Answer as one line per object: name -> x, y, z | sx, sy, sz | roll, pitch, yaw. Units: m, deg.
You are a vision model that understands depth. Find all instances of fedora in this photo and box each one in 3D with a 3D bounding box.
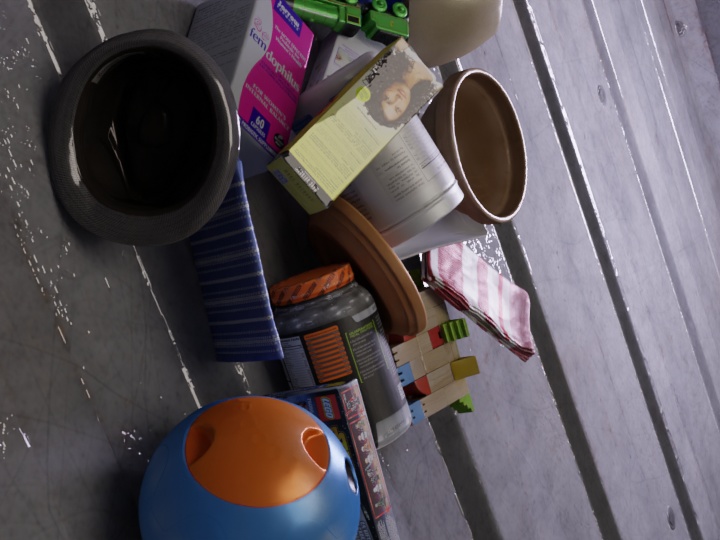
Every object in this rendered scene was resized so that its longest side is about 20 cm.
fedora -> -0.200, -0.125, 1.067 | 0.090, 0.176, 0.201 | -107, -160, -85

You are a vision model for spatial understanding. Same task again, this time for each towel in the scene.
towel -> -0.129, -0.007, 1.121 | 0.024, 0.145, 0.201 | -14, 92, -30
towel -> 0.159, 0.021, 1.510 | 0.200, 0.023, 0.144 | 37, 30, -23

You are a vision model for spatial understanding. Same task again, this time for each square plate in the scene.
square plate -> 0.056, -0.111, 1.475 | 0.198, 0.028, 0.200 | -15, 74, -42

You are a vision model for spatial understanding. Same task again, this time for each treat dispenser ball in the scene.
treat dispenser ball -> -0.100, 0.215, 1.020 | 0.201, 0.200, 0.202 | 27, 56, -51

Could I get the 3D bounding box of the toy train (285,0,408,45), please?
toy train -> -0.027, -0.328, 1.417 | 0.199, 0.042, 0.057 | 9, 67, -25

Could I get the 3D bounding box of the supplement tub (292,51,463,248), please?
supplement tub -> 0.014, -0.136, 1.286 | 0.200, 0.132, 0.132 | 58, 35, -10

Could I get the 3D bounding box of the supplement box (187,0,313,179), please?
supplement box -> -0.133, -0.205, 1.221 | 0.101, 0.103, 0.200 | 43, 43, -40

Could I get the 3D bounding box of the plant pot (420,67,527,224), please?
plant pot -> 0.131, -0.153, 1.453 | 0.201, 0.092, 0.202 | 21, 64, -51

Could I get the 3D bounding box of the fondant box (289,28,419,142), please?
fondant box -> 0.001, -0.207, 1.430 | 0.144, 0.058, 0.200 | 32, 48, -20

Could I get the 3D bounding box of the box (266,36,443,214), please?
box -> -0.005, -0.154, 1.180 | 0.075, 0.050, 0.200 | 47, 69, -14

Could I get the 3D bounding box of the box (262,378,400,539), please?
box -> -0.041, 0.222, 1.171 | 0.040, 0.137, 0.201 | -19, 96, -55

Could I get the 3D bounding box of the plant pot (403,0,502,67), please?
plant pot -> 0.128, -0.383, 1.581 | 0.200, 0.134, 0.201 | 180, -90, -89

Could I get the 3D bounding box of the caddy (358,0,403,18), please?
caddy -> -0.012, -0.413, 1.482 | 0.200, 0.105, 0.142 | 20, 61, -53

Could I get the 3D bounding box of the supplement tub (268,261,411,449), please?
supplement tub -> -0.026, 0.099, 1.255 | 0.122, 0.122, 0.201 | -29, 103, -57

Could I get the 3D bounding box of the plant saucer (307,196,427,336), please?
plant saucer -> 0.000, 0.000, 1.307 | 0.037, 0.200, 0.200 | -36, 115, -15

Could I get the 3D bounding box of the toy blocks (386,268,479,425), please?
toy blocks -> 0.064, 0.109, 1.437 | 0.137, 0.100, 0.201 | -20, 97, -47
